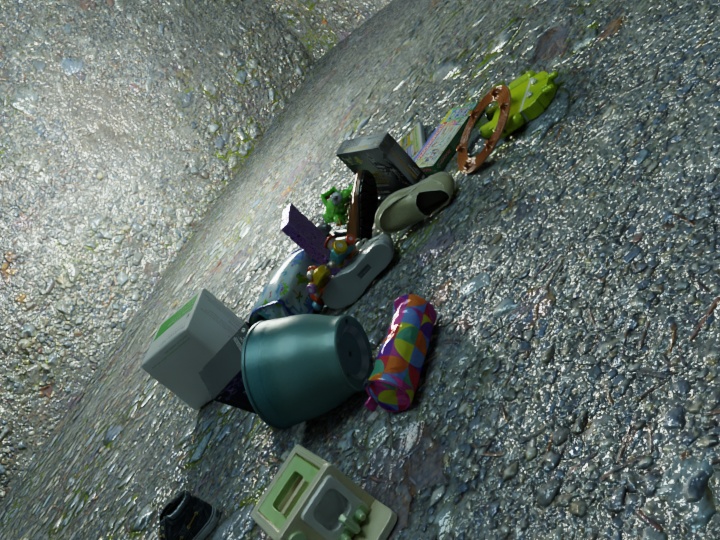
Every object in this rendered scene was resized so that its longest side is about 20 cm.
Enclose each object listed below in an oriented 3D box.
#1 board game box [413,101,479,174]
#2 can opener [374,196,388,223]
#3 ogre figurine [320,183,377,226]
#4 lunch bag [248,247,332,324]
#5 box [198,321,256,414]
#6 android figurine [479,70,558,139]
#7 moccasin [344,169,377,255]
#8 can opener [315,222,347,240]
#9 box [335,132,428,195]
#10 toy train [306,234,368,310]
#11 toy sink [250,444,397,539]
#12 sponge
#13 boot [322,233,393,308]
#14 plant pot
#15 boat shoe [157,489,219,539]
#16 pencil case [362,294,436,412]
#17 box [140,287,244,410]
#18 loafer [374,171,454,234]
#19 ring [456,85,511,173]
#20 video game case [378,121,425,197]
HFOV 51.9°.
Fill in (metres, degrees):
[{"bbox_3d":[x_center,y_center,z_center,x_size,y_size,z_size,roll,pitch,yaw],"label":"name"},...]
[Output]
[{"bbox_3d":[0.206,-0.317,1.798,0.202,0.029,0.134,-54,22,-13],"label":"board game box"},{"bbox_3d":[0.066,-0.145,1.733,0.079,0.063,0.199,-53,21,-7],"label":"can opener"},{"bbox_3d":[-0.034,-0.170,1.860,0.117,0.101,0.199,-22,7,-21],"label":"ogre figurine"},{"bbox_3d":[-0.181,0.061,1.782,0.197,0.127,0.172,-17,37,47],"label":"lunch bag"},{"bbox_3d":[-0.203,0.204,1.477,0.141,0.199,0.079,-43,56,8],"label":"box"},{"bbox_3d":[0.341,-0.357,1.585,0.198,0.041,0.185,-27,30,48],"label":"android figurine"},{"bbox_3d":[-0.003,-0.132,1.732,0.077,0.072,0.208,5,95,48],"label":"moccasin"},{"bbox_3d":[-0.069,-0.091,1.904,0.054,0.067,0.199,-55,22,-18],"label":"can opener"},{"bbox_3d":[0.049,-0.254,1.793,0.198,0.158,0.049,6,59,56],"label":"box"},{"bbox_3d":[-0.070,-0.006,1.650,0.202,0.055,0.150,-55,-15,11],"label":"toy train"},{"bbox_3d":[-0.060,0.351,1.068,0.132,0.112,0.199,-54,22,-15],"label":"toy sink"},{"bbox_3d":[-0.105,-0.064,1.746,0.030,0.199,0.112,-40,21,18],"label":"sponge"},{"bbox_3d":[0.000,0.000,1.632,0.199,0.074,0.096,-39,10,17],"label":"boot"},{"bbox_3d":[-0.084,0.167,1.340,0.184,0.202,0.203,-18,33,27],"label":"plant pot"},{"bbox_3d":[-0.368,0.515,1.427,0.201,0.091,0.071,-49,21,0],"label":"boat shoe"},{"bbox_3d":[0.067,0.136,1.228,0.087,0.088,0.203,-26,29,43],"label":"pencil case"},{"bbox_3d":[-0.411,0.203,1.896,0.197,0.200,0.173,-35,26,26],"label":"box"},{"bbox_3d":[0.115,-0.141,1.592,0.197,0.076,0.069,-33,24,16],"label":"loafer"},{"bbox_3d":[0.260,-0.307,1.598,0.202,0.019,0.203,-57,22,36],"label":"ring"},{"bbox_3d":[0.103,-0.297,1.979,0.181,0.022,0.202,-40,22,22],"label":"video game case"}]
